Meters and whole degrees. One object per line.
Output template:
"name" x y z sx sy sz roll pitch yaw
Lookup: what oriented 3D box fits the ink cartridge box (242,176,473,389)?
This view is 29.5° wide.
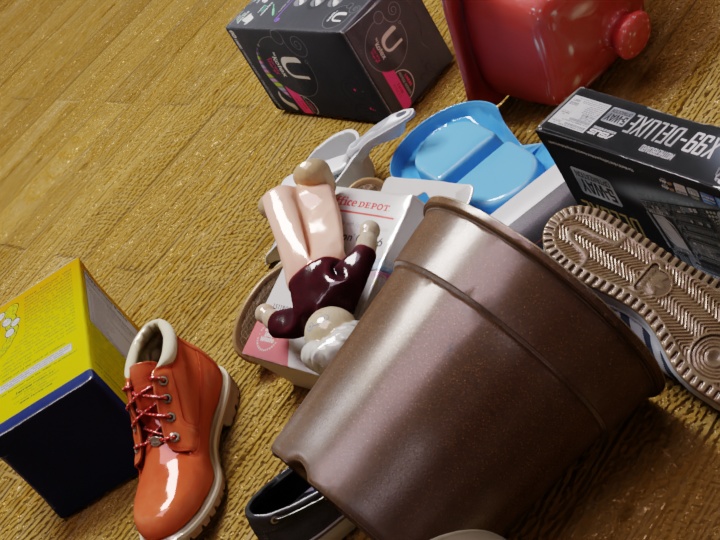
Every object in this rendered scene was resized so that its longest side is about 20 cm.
"ink cartridge box" 0.000 0.000 1.109 0.116 0.067 0.200 10 70 48

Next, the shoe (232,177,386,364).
"shoe" -0.037 0.006 1.201 0.200 0.070 0.053 -49 -7 -13

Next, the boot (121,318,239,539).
"boot" -0.160 0.131 1.100 0.075 0.107 0.200 -20 38 19

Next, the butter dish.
"butter dish" 0.188 -0.231 1.207 0.148 0.200 0.200 34 72 30

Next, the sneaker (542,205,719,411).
"sneaker" 0.207 0.045 0.932 0.070 0.109 0.200 -42 64 -14

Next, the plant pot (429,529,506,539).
"plant pot" 0.072 0.260 0.686 0.200 0.200 0.173 -45 51 -15

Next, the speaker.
"speaker" 0.140 -0.024 1.052 0.200 0.081 0.081 -37 33 -5

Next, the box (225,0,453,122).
"box" -0.024 -0.236 1.419 0.200 0.122 0.106 13 56 49

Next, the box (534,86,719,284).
"box" 0.225 -0.033 0.920 0.050 0.158 0.200 -43 35 -12

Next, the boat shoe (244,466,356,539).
"boat shoe" -0.002 0.129 0.997 0.200 0.066 0.070 -38 34 -5

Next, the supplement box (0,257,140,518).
"supplement box" -0.259 0.101 1.219 0.109 0.109 0.200 -32 33 5

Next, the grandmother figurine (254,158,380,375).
"grandmother figurine" -0.035 0.007 1.045 0.121 0.061 0.200 -47 37 24

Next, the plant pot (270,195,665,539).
"plant pot" 0.060 0.090 0.895 0.198 0.200 0.200 -50 36 -9

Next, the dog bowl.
"dog bowl" 0.106 -0.079 1.178 0.111 0.050 0.200 -40 33 -7

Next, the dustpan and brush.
"dustpan and brush" -0.016 -0.095 1.268 0.200 0.057 0.140 -21 35 35
